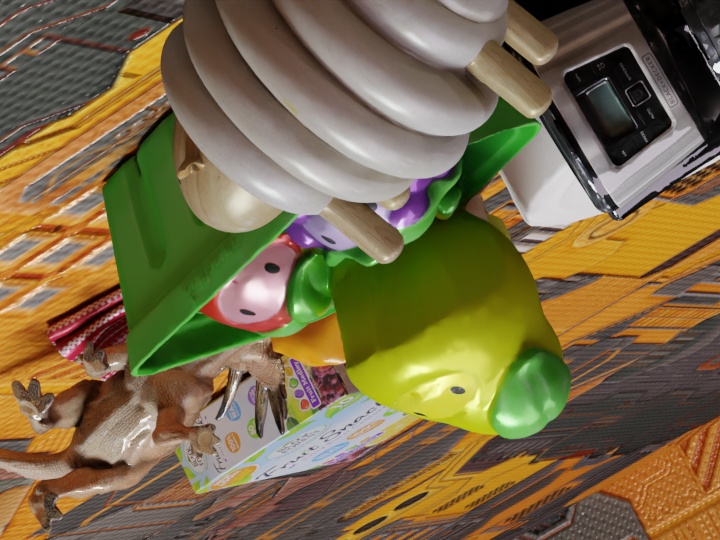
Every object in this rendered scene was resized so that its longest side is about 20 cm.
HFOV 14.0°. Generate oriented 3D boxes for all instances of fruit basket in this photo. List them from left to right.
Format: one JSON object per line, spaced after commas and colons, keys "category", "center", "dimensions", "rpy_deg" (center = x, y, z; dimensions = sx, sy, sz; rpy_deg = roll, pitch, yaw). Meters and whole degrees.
{"category": "fruit basket", "center": [0.000, 0.000, 1.333], "dimensions": [0.155, 0.216, 0.216], "rpy_deg": [-17, 164, -39]}

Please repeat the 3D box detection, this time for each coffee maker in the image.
{"category": "coffee maker", "center": [0.174, -0.118, 1.373], "dimensions": [0.200, 0.135, 0.192], "rpy_deg": [-29, 168, 10]}

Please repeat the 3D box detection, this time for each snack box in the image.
{"category": "snack box", "center": [-0.016, 0.087, 1.979], "dimensions": [0.142, 0.053, 0.200], "rpy_deg": [-36, 165, 29]}

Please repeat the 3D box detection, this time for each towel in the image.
{"category": "towel", "center": [-0.091, 0.024, 1.649], "dimensions": [0.145, 0.023, 0.200], "rpy_deg": [-29, 167, 2]}

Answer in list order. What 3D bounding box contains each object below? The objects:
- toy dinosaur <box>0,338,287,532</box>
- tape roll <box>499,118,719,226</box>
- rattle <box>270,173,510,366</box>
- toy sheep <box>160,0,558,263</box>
{"category": "toy dinosaur", "center": [-0.114, 0.077, 1.587], "dimensions": [0.200, 0.086, 0.136], "rpy_deg": [-30, 173, 22]}
{"category": "tape roll", "center": [0.161, -0.102, 1.556], "dimensions": [0.202, 0.071, 0.202], "rpy_deg": [-26, 168, -6]}
{"category": "rattle", "center": [0.008, -0.021, 1.460], "dimensions": [0.143, 0.130, 0.200], "rpy_deg": [-6, 178, 7]}
{"category": "toy sheep", "center": [-0.001, -0.089, 1.141], "dimensions": [0.200, 0.138, 0.138], "rpy_deg": [-46, 161, 22]}
